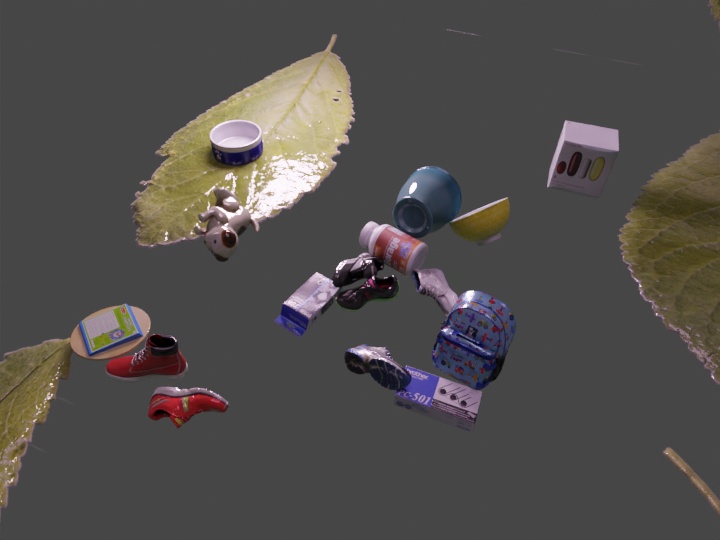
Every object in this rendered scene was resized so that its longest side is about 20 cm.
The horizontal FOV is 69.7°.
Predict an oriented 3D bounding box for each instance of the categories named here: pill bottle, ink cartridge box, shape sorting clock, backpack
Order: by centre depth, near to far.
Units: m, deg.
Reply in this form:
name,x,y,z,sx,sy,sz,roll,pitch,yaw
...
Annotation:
name,x,y,z,sx,sy,sz,roll,pitch,yaw
ink cartridge box,0.189,0.310,1.256,0.197,0.045,0.095,17,45,15
backpack,0.283,0.163,1.280,0.181,0.203,0.134,29,32,24
shape sorting clock,-0.659,0.164,1.371,0.196,0.040,0.202,-2,39,1
ink cartridge box,-0.146,0.093,1.463,0.098,0.040,0.200,26,51,21
pill bottle,0.097,-0.070,1.579,0.198,0.113,0.112,29,51,25

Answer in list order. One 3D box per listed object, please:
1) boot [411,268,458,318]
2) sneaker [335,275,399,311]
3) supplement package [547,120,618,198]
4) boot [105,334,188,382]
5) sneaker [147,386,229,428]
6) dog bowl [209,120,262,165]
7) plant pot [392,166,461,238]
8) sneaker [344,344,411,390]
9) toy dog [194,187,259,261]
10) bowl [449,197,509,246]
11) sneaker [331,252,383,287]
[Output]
name,x,y,z,sx,sy,sz,roll,pitch,yaw
boot,0.207,0.068,1.468,0.094,0.074,0.201,3,35,-19
sneaker,0.018,0.055,1.473,0.197,0.085,0.077,-16,47,-18
supplement package,0.801,-0.400,1.868,0.188,0.202,0.148,14,46,13
boot,-0.535,0.205,1.262,0.196,0.146,0.073,-2,46,-2
sneaker,-0.401,0.327,1.207,0.196,0.078,0.086,-1,49,11
dog bowl,-0.477,-0.496,2.000,0.196,0.080,0.202,1,45,-1
plant pot,0.197,-0.199,1.623,0.197,0.203,0.188,21,36,18
sneaker,0.054,0.227,1.291,0.198,0.078,0.085,18,32,39
toy dog,-0.424,-0.122,1.615,0.192,0.139,0.202,31,37,-24
bowl,0.394,-0.143,1.648,0.198,0.200,0.109,-25,93,-24
sneaker,0.000,0.000,1.501,0.089,0.068,0.199,12,25,34
